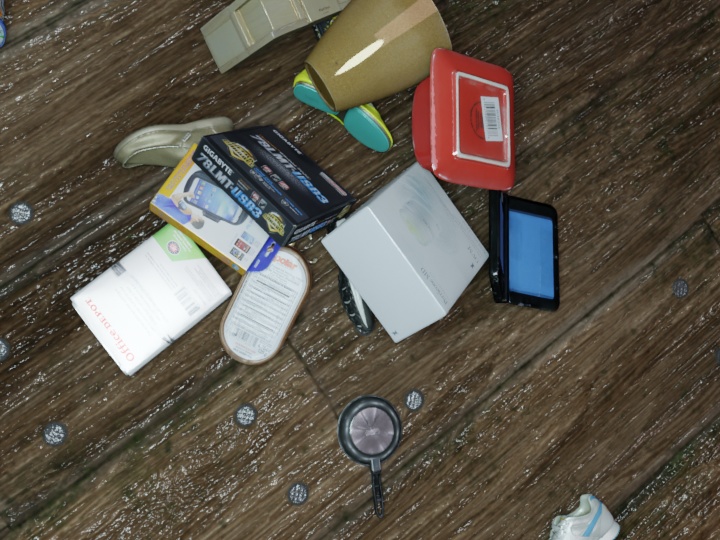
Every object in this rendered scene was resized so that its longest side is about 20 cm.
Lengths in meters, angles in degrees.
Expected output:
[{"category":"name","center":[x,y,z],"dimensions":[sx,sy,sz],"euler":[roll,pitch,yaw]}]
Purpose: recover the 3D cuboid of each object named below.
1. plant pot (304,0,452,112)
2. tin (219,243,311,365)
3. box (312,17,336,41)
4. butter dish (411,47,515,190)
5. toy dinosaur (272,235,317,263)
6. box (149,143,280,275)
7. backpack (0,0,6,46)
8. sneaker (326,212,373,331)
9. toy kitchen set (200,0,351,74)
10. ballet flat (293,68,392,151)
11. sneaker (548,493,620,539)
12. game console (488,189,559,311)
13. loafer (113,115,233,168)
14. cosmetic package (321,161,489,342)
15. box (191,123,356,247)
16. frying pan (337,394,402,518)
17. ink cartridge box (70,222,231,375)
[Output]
[{"category":"plant pot","center":[0.014,-0.349,1.212],"dimensions":[0.198,0.186,0.188],"euler":[-35,93,-5]},{"category":"tin","center":[-0.151,0.055,1.218],"dimensions":[0.110,0.042,0.203],"euler":[26,93,-8]},{"category":"box","center":[0.012,-0.445,1.323],"dimensions":[0.197,0.049,0.164],"euler":[-23,94,-14]},{"category":"butter dish","center":[0.146,-0.228,1.226],"dimensions":[0.197,0.146,0.205],"euler":[3,84,-39]},{"category":"toy dinosaur","center":[-0.131,-0.044,1.246],"dimensions":[0.099,0.058,0.204],"euler":[-22,90,-13]},{"category":"box","center":[-0.207,-0.087,1.165],"dimensions":[0.198,0.041,0.120],"euler":[34,70,-5]},{"category":"backpack","center":[-0.614,-0.376,1.102],"dimensions":[0.187,0.199,0.158],"euler":[-11,92,-20]},{"category":"sneaker","center":[0.000,0.000,1.267],"dimensions":[0.078,0.074,0.205],"euler":[-9,87,-19]},{"category":"toy kitchen set","center":[-0.147,-0.455,1.235],"dimensions":[0.199,0.179,0.166],"euler":[-35,105,-36]},{"category":"ballet flat","center":[-0.021,-0.282,1.296],"dimensions":[0.198,0.067,0.068],"euler":[31,56,-7]},{"category":"sneaker","center":[0.352,0.473,1.310],"dimensions":[0.199,0.077,0.081],"euler":[-36,85,-20]},{"category":"game console","center":[0.281,-0.050,1.300],"dimensions":[0.114,0.176,0.204],"euler":[-2,69,14]},{"category":"loafer","center":[-0.291,-0.194,1.212],"dimensions":[0.196,0.076,0.069],"euler":[-17,82,-14]},{"category":"cosmetic package","center":[0.077,-0.035,1.213],"dimensions":[0.201,0.122,0.200],"euler":[52,42,-6]},{"category":"box","center":[-0.128,-0.139,1.172],"dimensions":[0.200,0.198,0.050],"euler":[43,121,10]},{"category":"frying pan","center":[0.008,0.304,1.264],"dimensions":[0.113,0.031,0.194],"euler":[16,79,-10]},{"category":"ink cartridge box","center":[-0.321,0.043,1.178],"dimensions":[0.199,0.084,0.146],"euler":[-39,94,-14]}]
